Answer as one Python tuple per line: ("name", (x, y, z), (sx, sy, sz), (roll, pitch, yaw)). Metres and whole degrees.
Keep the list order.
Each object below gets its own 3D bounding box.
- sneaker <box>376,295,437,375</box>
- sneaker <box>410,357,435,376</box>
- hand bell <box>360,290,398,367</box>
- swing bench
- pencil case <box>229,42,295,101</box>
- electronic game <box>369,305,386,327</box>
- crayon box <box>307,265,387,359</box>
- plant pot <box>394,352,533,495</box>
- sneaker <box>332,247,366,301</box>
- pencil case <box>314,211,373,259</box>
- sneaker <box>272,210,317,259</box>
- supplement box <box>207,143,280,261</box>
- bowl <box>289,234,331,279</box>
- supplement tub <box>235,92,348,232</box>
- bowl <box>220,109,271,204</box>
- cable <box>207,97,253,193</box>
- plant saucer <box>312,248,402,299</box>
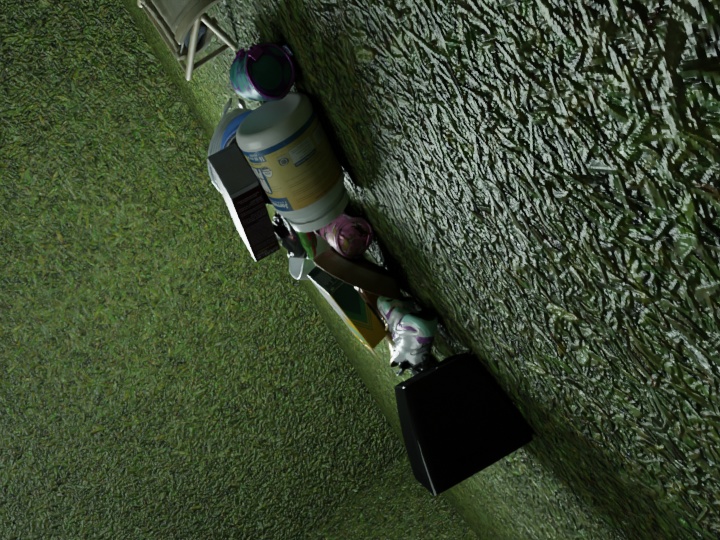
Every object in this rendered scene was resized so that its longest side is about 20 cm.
("sneaker", (0.080, 0.135, 1.192), (0.200, 0.075, 0.145), (-146, 59, -66))
("sneaker", (0.168, 0.251, 1.387), (0.202, 0.074, 0.079), (59, -175, 30))
("hand bell", (0.054, 0.097, 1.328), (0.202, 0.102, 0.105), (56, 171, 21))
("swing bench", (-0.345, -0.517, 1.145), (0.201, 0.128, 0.200), (54, 170, 5))
("pencil case", (-0.169, -0.335, 1.021), (0.094, 0.084, 0.200), (59, 170, -23))
("electronic game", (-0.004, 0.088, 1.462), (0.199, 0.042, 0.200), (43, -177, -3))
("crayon box", (-0.019, 0.081, 1.267), (0.202, 0.051, 0.125), (55, 170, -32))
("plant pot", (0.162, 0.264, 1.104), (0.181, 0.196, 0.200), (63, 171, 8))
("sneaker", (-0.017, -0.017, 1.426), (0.200, 0.070, 0.076), (46, 151, 21))
("pencil case", (-0.045, -0.088, 1.230), (0.088, 0.082, 0.199), (59, 169, -28))
("sneaker", (-0.146, -0.089, 1.206), (0.203, 0.081, 0.078), (70, -166, -45))
("supplement box", (-0.215, -0.122, 1.133), (0.110, 0.060, 0.202), (55, 166, 32))
("bowl", (-0.113, -0.081, 1.411), (0.199, 0.072, 0.207), (-158, 75, -72))
("supplement tub", (-0.112, -0.185, 1.054), (0.144, 0.143, 0.203), (40, 163, 53))
("bowl", (-0.176, -0.212, 1.167), (0.040, 0.194, 0.203), (-84, -24, -45))
("cable", (-0.262, -0.265, 1.387), (0.068, 0.205, 0.199), (19, 171, 31))
("plant saucer", (0.000, 0.000, 1.209), (0.195, 0.036, 0.200), (23, -171, -3))
